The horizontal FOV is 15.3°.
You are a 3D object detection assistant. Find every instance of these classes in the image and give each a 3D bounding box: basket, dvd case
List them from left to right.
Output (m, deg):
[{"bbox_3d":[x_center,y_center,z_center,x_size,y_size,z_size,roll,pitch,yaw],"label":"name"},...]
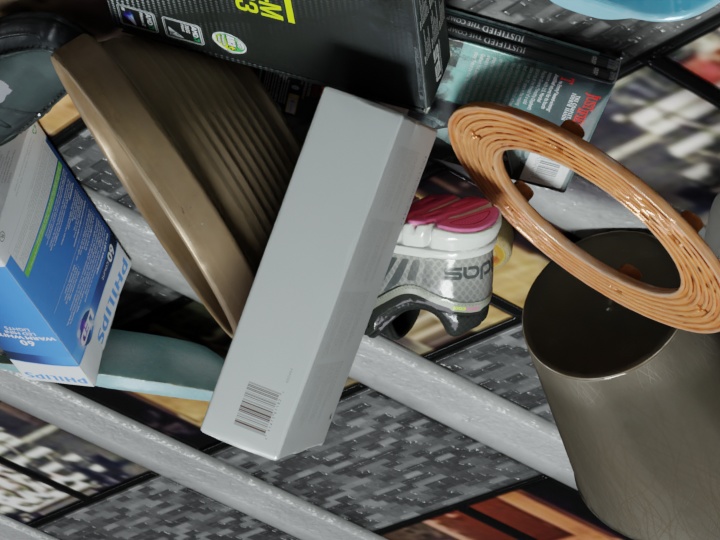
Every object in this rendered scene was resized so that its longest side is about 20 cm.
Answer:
[{"bbox_3d":[0.041,-0.110,1.577,0.200,0.022,0.146,17,154,0],"label":"dvd case"},{"bbox_3d":[0.192,0.075,1.746,0.180,0.136,0.200,6,150,30],"label":"basket"}]

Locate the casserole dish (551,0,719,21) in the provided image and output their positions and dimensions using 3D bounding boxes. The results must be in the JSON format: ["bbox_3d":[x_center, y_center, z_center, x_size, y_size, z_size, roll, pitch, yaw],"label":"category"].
[{"bbox_3d":[0.155,-0.188,1.315,0.121,0.039,0.200,16,149,-20],"label":"casserole dish"}]

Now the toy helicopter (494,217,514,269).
[{"bbox_3d":[-0.001,-0.023,1.741,0.199,0.079,0.132,-3,142,11],"label":"toy helicopter"}]

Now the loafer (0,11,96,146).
[{"bbox_3d":[-0.229,-0.105,1.673,0.068,0.071,0.200,30,150,-28],"label":"loafer"}]

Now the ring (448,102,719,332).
[{"bbox_3d":[0.136,-0.034,1.549,0.200,0.019,0.200,36,165,11],"label":"ring"}]

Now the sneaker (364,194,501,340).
[{"bbox_3d":[0.000,0.000,1.640,0.200,0.074,0.088,4,109,34],"label":"sneaker"}]

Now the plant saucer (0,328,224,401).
[{"bbox_3d":[-0.171,0.067,1.984,0.200,0.039,0.201,8,174,1],"label":"plant saucer"}]

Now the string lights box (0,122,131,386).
[{"bbox_3d":[-0.224,-0.012,1.821,0.059,0.103,0.200,5,152,19],"label":"string lights box"}]

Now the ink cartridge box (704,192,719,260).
[{"bbox_3d":[0.313,0.000,1.576,0.200,0.084,0.146,19,153,-6],"label":"ink cartridge box"}]

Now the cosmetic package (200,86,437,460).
[{"bbox_3d":[-0.020,0.002,1.508,0.052,0.200,0.151,21,-178,11],"label":"cosmetic package"}]

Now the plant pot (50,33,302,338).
[{"bbox_3d":[-0.089,-0.065,1.564,0.201,0.093,0.201,56,173,10],"label":"plant pot"}]

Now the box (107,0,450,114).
[{"bbox_3d":[-0.052,-0.175,1.430,0.193,0.048,0.200,18,154,14],"label":"box"}]
